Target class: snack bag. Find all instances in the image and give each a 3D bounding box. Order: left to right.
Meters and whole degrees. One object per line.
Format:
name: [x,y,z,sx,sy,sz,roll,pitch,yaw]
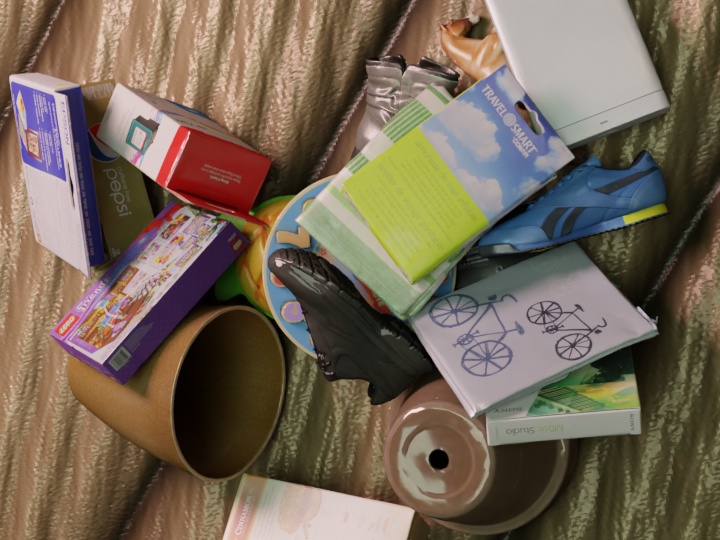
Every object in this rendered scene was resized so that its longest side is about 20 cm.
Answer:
snack bag: [0.162,0.051,1.511,0.199,0.189,0.021,-24,124,-7]

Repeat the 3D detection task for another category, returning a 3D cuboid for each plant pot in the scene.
plant pot: [-0.216,0.118,1.688,0.199,0.186,0.187,8,95,34]
plant pot: [0.104,0.180,1.564,0.199,0.175,0.201,1,93,19]

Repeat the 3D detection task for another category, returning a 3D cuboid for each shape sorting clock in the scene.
shape sorting clock: [0.000,0.000,1.583,0.199,0.039,0.201,-1,95,-12]

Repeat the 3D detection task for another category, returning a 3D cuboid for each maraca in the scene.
maraca: [-0.086,-0.014,1.662,0.199,0.107,0.138,10,93,28]

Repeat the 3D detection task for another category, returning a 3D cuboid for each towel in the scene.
towel: [0.058,-0.071,1.558,0.153,0.023,0.200,43,87,2]

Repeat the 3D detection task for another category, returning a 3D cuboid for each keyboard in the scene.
keyboard: [0.119,-0.005,1.628,0.199,0.040,0.105,-13,80,12]

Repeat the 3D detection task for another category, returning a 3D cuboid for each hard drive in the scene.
hard drive: [0.210,-0.228,1.554,0.131,0.027,0.201,-21,80,6]

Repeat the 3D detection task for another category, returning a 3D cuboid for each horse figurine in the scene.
horse figurine: [0.166,-0.187,1.594,0.132,0.050,0.201,-20,82,12]

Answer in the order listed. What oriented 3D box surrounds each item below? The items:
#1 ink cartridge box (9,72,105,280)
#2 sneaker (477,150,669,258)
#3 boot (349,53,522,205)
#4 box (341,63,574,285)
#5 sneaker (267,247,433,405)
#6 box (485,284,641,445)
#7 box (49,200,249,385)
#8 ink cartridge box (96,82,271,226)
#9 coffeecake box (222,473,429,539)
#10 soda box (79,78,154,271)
ink cartridge box: [-0.320,-0.107,1.690,0.200,0.047,0.198,22,121,57]
sneaker: [0.206,-0.065,1.551,0.199,0.066,0.079,-17,90,-5]
boot: [0.082,-0.144,1.602,0.199,0.068,0.131,20,112,20]
box: [0.094,-0.093,1.524,0.200,0.048,0.122,-37,88,-3]
sneaker: [-0.022,0.059,1.538,0.200,0.076,0.091,42,100,-12]
box: [0.190,0.088,1.510,0.144,0.200,0.036,-6,126,6]
box: [-0.222,0.020,1.638,0.200,0.039,0.137,-49,33,-15]
ink cartridge box: [-0.177,-0.122,1.643,0.200,0.116,0.067,35,104,45]
coffeecake box: [-0.047,0.313,1.645,0.199,0.073,0.154,9,68,19]
soda box: [-0.284,-0.106,1.738,0.068,0.064,0.201,-25,80,64]
